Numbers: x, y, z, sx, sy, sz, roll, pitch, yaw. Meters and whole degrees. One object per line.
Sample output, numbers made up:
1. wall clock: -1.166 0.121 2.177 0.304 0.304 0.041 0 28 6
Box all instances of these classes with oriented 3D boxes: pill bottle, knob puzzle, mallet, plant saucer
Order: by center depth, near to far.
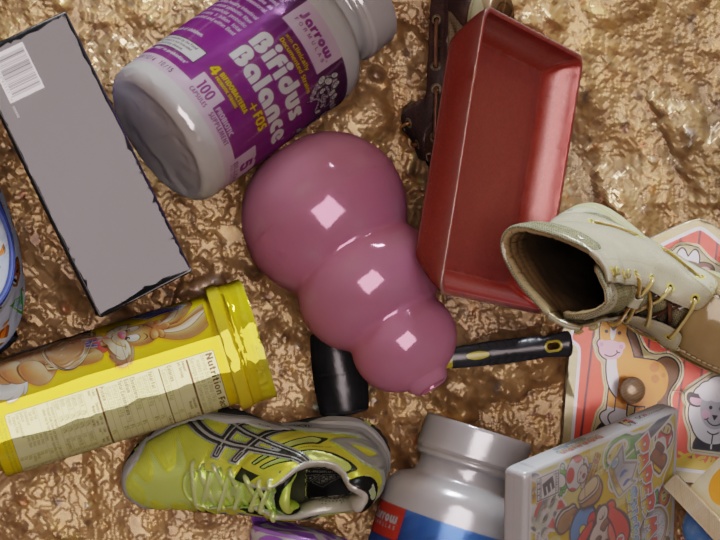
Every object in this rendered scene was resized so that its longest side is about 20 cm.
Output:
1. pill bottle: -0.072 -0.148 1.629 0.200 0.112 0.113 -38 94 -23
2. plant saucer: 0.098 -0.076 1.641 0.036 0.200 0.201 9 89 27
3. pill bottle: 0.058 0.211 1.657 0.112 0.112 0.201 17 87 -6
4. mallet: 0.061 0.077 1.692 0.198 0.041 0.066 1 90 -7
5. knob puzzle: 0.249 0.061 1.721 0.218 0.030 0.221 0 89 -6

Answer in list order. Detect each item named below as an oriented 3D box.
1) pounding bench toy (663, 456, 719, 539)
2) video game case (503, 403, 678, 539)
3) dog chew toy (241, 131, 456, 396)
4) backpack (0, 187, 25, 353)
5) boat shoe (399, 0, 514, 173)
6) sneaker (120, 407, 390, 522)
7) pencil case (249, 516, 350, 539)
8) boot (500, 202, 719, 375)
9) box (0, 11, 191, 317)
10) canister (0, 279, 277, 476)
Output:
1. pounding bench toy: 0.345 0.195 1.677 0.156 0.124 0.200 -45 133 4
2. video game case: 0.168 0.214 1.636 0.181 0.023 0.201 -17 113 -44
3. dog chew toy: 0.000 0.000 1.631 0.124 0.125 0.201 -32 78 -6
4. backpack: -0.324 -0.018 1.578 0.199 0.154 0.191 -26 77 -6
5. boat shoe: 0.066 -0.112 1.690 0.072 0.072 0.202 9 98 24
6. sneaker: -0.078 0.146 1.644 0.198 0.076 0.076 -6 111 5
7. pencil case: -0.063 0.283 1.661 0.085 0.084 0.201 13 87 38
8. boot: 0.203 0.022 1.626 0.200 0.154 0.072 35 108 17
9. box: -0.199 -0.072 1.613 0.079 0.141 0.201 -26 93 -9
10. canister: -0.168 0.077 1.613 0.199 0.149 0.087 -17 94 -5
